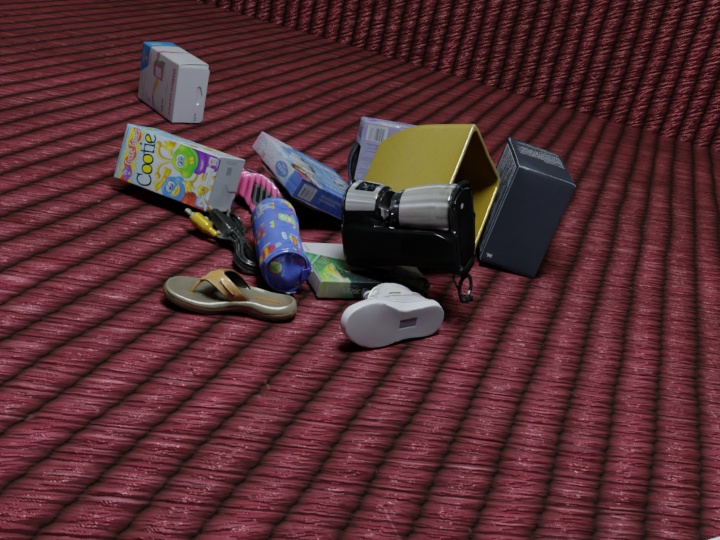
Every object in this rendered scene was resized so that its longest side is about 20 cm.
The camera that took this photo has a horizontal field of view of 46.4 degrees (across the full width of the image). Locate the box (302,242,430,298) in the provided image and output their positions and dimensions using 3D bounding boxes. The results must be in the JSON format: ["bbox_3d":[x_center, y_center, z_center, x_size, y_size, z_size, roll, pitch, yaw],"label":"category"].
[{"bbox_3d":[0.000,0.000,1.420,0.198,0.037,0.144,0,27,-24],"label":"box"}]

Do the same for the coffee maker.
[{"bbox_3d":[0.075,-0.049,1.352,0.198,0.194,0.134,2,-1,25],"label":"coffee maker"}]

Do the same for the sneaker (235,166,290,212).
[{"bbox_3d":[-0.191,-0.155,1.625,0.199,0.080,0.095,33,20,35],"label":"sneaker"}]

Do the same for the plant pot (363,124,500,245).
[{"bbox_3d":[0.117,-0.150,1.555,0.199,0.195,0.196,14,-19,29],"label":"plant pot"}]

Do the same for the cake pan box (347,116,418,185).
[{"bbox_3d":[0.073,-0.209,1.726,0.198,0.186,0.052,6,21,-14],"label":"cake pan box"}]

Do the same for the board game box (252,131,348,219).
[{"bbox_3d":[-0.090,-0.173,1.629,0.199,0.044,0.199,23,18,-42],"label":"board game box"}]

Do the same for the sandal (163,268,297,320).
[{"bbox_3d":[-0.188,0.028,1.240,0.198,0.054,0.080,9,25,-9],"label":"sandal"}]

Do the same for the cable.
[{"bbox_3d":[-0.218,-0.047,1.433,0.097,0.050,0.200,11,31,-50],"label":"cable"}]

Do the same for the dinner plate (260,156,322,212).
[{"bbox_3d":[-0.118,-0.163,1.665,0.199,0.024,0.200,32,15,-10],"label":"dinner plate"}]

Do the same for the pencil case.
[{"bbox_3d":[-0.130,-0.044,1.379,0.086,0.078,0.200,15,27,-22],"label":"pencil case"}]

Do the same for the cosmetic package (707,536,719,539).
[{"bbox_3d":[0.302,0.353,0.707,0.198,0.124,0.200,-1,27,-29],"label":"cosmetic package"}]

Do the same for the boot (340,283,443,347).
[{"bbox_3d":[0.028,0.063,1.273,0.199,0.074,0.095,2,19,-42],"label":"boot"}]

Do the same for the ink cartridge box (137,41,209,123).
[{"bbox_3d":[-0.455,-0.456,2.035,0.084,0.146,0.200,-9,32,-40],"label":"ink cartridge box"}]

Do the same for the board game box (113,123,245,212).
[{"bbox_3d":[-0.333,-0.187,1.548,0.199,0.104,0.105,21,10,16],"label":"board game box"}]

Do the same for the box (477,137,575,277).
[{"bbox_3d":[0.314,-0.125,1.639,0.122,0.201,0.199,18,24,-3],"label":"box"}]
